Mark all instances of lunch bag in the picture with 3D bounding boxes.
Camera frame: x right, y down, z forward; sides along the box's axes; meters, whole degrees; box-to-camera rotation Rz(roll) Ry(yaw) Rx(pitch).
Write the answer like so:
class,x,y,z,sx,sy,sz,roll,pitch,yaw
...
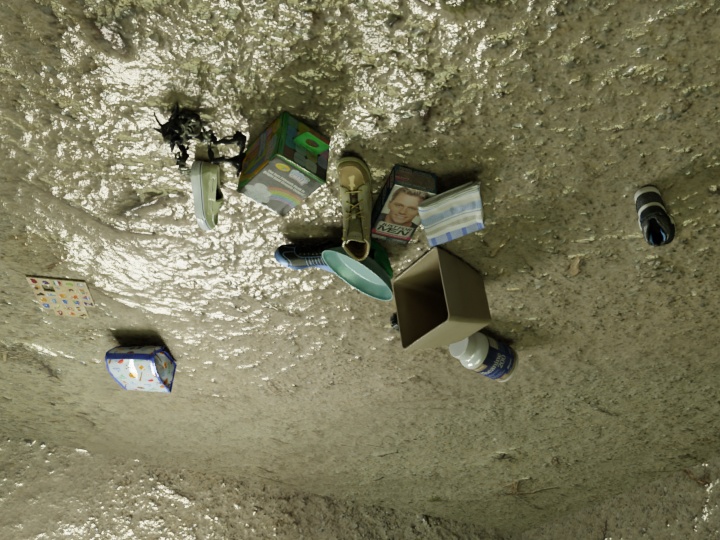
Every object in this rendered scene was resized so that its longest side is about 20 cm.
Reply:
class,x,y,z,sx,sy,sz,roll,pitch,yaw
lunch bag,-0.700,0.303,2.277,0.168,0.125,0.201,0,153,7

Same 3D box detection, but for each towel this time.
class,x,y,z,sx,sy,sz,roll,pitch,yaw
towel,0.208,-0.122,1.605,0.145,0.024,0.200,-20,153,4

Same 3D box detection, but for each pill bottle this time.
class,x,y,z,sx,sy,sz,roll,pitch,yaw
pill bottle,0.362,0.248,2.107,0.199,0.112,0.111,25,140,-28

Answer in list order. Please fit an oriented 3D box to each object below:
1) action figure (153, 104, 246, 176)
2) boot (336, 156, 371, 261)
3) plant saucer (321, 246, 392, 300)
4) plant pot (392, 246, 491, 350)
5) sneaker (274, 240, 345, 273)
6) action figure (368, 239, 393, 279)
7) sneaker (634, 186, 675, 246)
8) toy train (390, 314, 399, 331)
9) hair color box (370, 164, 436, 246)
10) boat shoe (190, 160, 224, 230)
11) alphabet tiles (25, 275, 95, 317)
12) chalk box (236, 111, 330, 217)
class,x,y,z,sx,sy,sz,roll,pitch,yaw
action figure,-0.332,-0.260,1.440,0.198,0.103,0.120,15,127,-4
boot,-0.013,-0.133,1.552,0.071,0.156,0.201,-3,145,9
plant saucer,0.000,0.000,1.692,0.199,0.036,0.200,31,163,10
plant pot,0.220,0.086,1.831,0.175,0.202,0.200,11,147,-30
sneaker,-0.111,-0.044,1.773,0.198,0.071,0.078,7,143,-17
action figure,0.040,-0.026,1.762,0.054,0.119,0.200,-23,150,13
sneaker,0.662,-0.086,1.596,0.072,0.113,0.200,-17,141,29
toy train,0.169,0.180,2.084,0.198,0.046,0.034,23,141,-26
hair color box,0.091,-0.143,1.613,0.099,0.061,0.201,11,144,-12
boat shoe,-0.341,-0.162,1.616,0.061,0.073,0.201,5,143,2
alphabet tiles,-0.859,0.080,2.070,0.165,0.008,0.201,5,146,-3
chalk box,-0.144,-0.226,1.461,0.124,0.125,0.199,29,137,-30
